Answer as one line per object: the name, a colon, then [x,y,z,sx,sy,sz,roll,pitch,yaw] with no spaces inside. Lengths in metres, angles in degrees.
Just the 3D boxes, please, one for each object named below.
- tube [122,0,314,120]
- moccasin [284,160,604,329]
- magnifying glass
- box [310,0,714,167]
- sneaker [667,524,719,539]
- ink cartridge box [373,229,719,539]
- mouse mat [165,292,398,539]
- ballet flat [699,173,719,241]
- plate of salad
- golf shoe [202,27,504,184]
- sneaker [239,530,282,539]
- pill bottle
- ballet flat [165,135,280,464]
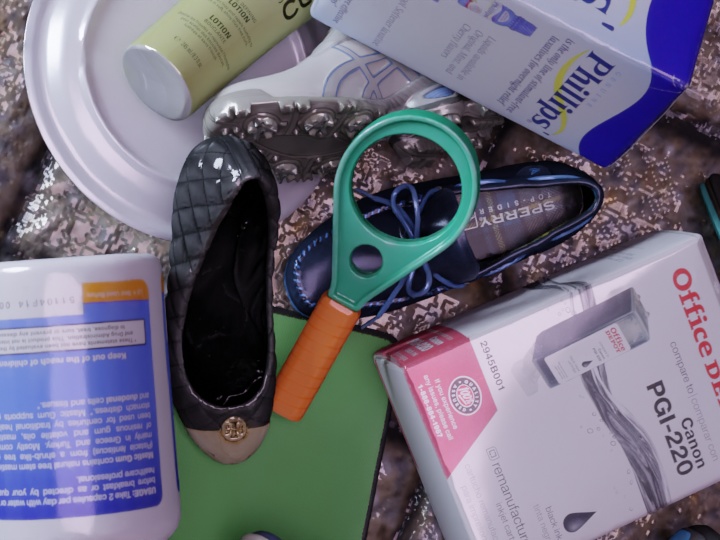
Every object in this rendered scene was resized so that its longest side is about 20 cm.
tube: [-0.054,-0.164,0.979,0.200,0.052,0.058,-45,140,-32]
moccasin: [0.050,-0.027,1.009,0.199,0.068,0.081,-24,95,-12]
magnifying glass: [0.000,0.000,0.963,0.079,0.022,0.200,28,112,-2]
box: [0.101,-0.192,0.972,0.199,0.105,0.184,26,60,-9]
sneaker: [0.271,0.209,1.053,0.200,0.073,0.082,39,80,-17]
ink cartridge box: [0.130,0.079,1.017,0.199,0.085,0.146,-23,96,-11]
mouse mat: [-0.062,0.121,1.004,0.160,0.008,0.201,14,84,-24]
ballet flat: [0.260,0.021,1.012,0.068,0.068,0.201,-20,58,16]
plate of salad: [-0.103,-0.112,0.995,0.199,0.048,0.201,6,77,-28]
golf shoe: [-0.011,-0.109,0.989,0.199,0.078,0.098,-7,65,-35]
sneaker: [0.008,0.204,0.998,0.200,0.075,0.085,49,65,-24]
pill bottle: [-0.155,0.094,0.914,0.112,0.112,0.201,-4,89,-9]
ballet flat: [-0.076,0.023,0.939,0.066,0.057,0.201,-8,117,-16]
